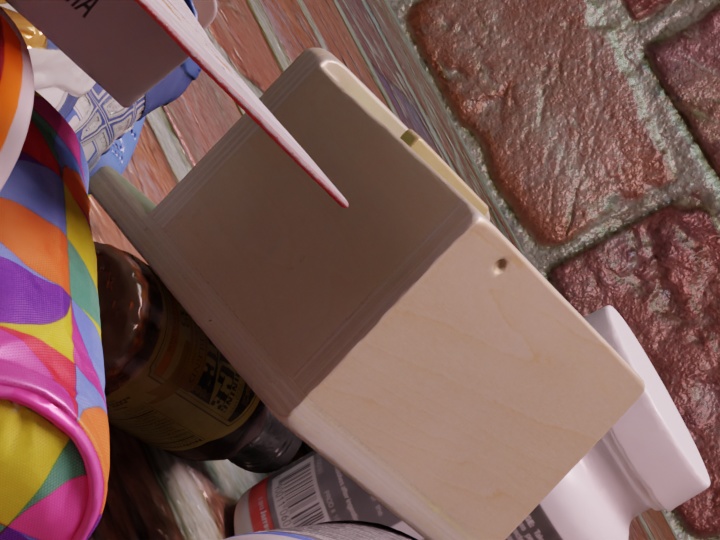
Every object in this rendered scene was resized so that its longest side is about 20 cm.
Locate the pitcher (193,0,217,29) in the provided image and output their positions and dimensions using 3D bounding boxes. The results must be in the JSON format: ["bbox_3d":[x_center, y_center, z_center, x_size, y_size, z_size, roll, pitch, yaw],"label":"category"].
[{"bbox_3d":[-0.157,-0.246,1.294,0.171,0.121,0.201,42,31,-44],"label":"pitcher"}]

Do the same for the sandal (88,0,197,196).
[{"bbox_3d":[-0.125,-0.099,1.073,0.080,0.087,0.200,56,13,-24],"label":"sandal"}]

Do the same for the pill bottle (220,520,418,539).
[{"bbox_3d":[-0.013,0.150,0.814,0.114,0.113,0.200,61,10,10],"label":"pill bottle"}]

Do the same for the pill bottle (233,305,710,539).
[{"bbox_3d":[0.052,0.107,1.022,0.116,0.199,0.116,57,10,-16],"label":"pill bottle"}]

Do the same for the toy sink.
[{"bbox_3d":[0.000,0.000,0.893,0.130,0.112,0.200,43,2,-40],"label":"toy sink"}]

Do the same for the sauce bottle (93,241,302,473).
[{"bbox_3d":[-0.078,0.044,0.949,0.066,0.066,0.200,64,10,23],"label":"sauce bottle"}]

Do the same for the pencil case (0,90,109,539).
[{"bbox_3d":[-0.126,0.015,0.727,0.089,0.088,0.200,54,12,-31],"label":"pencil case"}]

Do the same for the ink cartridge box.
[{"bbox_3d":[-0.095,-0.099,0.700,0.177,0.045,0.200,54,4,23],"label":"ink cartridge box"}]

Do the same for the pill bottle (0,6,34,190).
[{"bbox_3d":[-0.187,-0.086,0.627,0.200,0.109,0.110,48,15,-49],"label":"pill bottle"}]

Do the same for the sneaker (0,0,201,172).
[{"bbox_3d":[-0.133,-0.071,0.938,0.075,0.089,0.200,19,12,19],"label":"sneaker"}]
